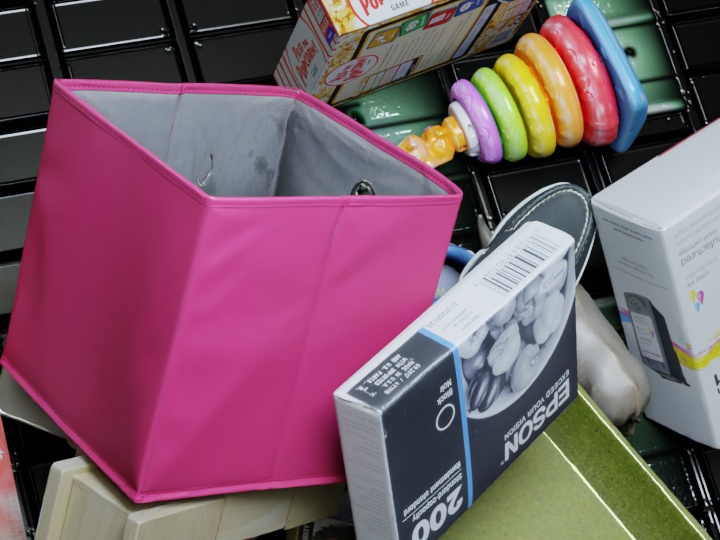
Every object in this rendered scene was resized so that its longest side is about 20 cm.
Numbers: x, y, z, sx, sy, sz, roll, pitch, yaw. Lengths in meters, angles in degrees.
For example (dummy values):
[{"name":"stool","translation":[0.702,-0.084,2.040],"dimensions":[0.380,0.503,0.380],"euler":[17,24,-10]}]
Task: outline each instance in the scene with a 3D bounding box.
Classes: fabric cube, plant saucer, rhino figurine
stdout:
[{"name":"fabric cube","translation":[-0.084,0.007,1.288],"dimensions":[0.200,0.199,0.196],"euler":[-2,25,-38]},{"name":"plant saucer","translation":[0.119,0.185,1.425],"dimensions":[0.200,0.048,0.200],"euler":[-30,71,-30]},{"name":"rhino figurine","translation":[0.146,0.039,1.518],"dimensions":[0.060,0.087,0.200],"euler":[-29,79,-23]}]

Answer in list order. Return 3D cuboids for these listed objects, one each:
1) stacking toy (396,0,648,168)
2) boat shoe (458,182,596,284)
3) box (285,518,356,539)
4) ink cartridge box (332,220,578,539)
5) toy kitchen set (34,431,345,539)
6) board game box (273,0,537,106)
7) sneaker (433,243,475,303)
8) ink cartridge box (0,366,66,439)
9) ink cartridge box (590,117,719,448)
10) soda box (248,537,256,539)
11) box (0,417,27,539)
[{"name":"stacking toy","translation":[0.110,-0.120,1.575],"dimensions":[0.200,0.116,0.110],"euler":[-24,73,-7]},{"name":"boat shoe","translation":[0.108,0.015,1.444],"dimensions":[0.076,0.060,0.200],"euler":[33,75,2]},{"name":"box","translation":[0.043,0.228,1.439],"dimensions":[0.200,0.050,0.075],"euler":[13,65,-10]},{"name":"ink cartridge box","translation":[0.069,0.099,1.316],"dimensions":[0.043,0.200,0.198],"euler":[27,51,31]},{"name":"toy kitchen set","translation":[-0.148,0.181,1.337],"dimensions":[0.163,0.181,0.200],"euler":[28,22,33]},{"name":"board game box","translation":[0.044,-0.193,1.545],"dimensions":[0.200,0.152,0.046],"euler":[-22,77,-22]},{"name":"sneaker","translation":[0.000,0.000,1.498],"dimensions":[0.200,0.082,0.074],"euler":[5,71,-12]},{"name":"ink cartridge box","translation":[-0.181,0.037,1.444],"dimensions":[0.116,0.067,0.200],"euler":[21,66,-7]},{"name":"ink cartridge box","translation":[0.267,0.006,1.504],"dimensions":[0.148,0.086,0.200],"euler":[-33,122,-22]},{"name":"soda box","translation":[-0.089,0.156,1.425],"dimensions":[0.200,0.063,0.068],"euler":[-35,82,-23]},{"name":"box","translation":[-0.297,0.108,1.339],"dimensions":[0.103,0.095,0.200],"euler":[-9,85,-33]}]
